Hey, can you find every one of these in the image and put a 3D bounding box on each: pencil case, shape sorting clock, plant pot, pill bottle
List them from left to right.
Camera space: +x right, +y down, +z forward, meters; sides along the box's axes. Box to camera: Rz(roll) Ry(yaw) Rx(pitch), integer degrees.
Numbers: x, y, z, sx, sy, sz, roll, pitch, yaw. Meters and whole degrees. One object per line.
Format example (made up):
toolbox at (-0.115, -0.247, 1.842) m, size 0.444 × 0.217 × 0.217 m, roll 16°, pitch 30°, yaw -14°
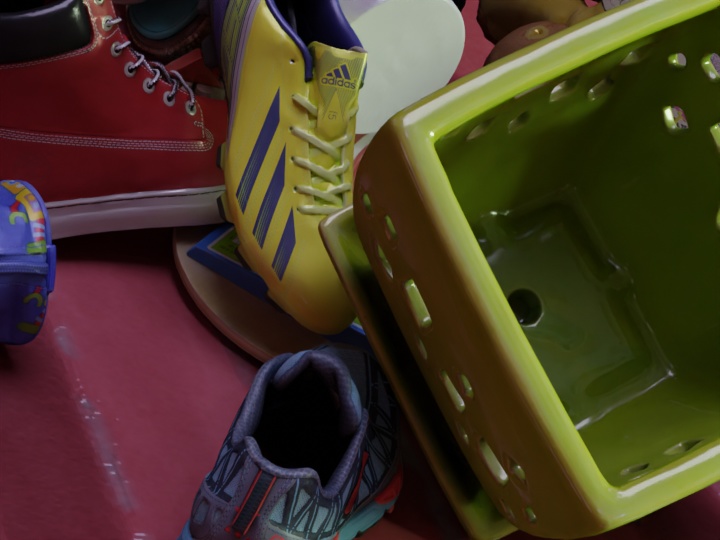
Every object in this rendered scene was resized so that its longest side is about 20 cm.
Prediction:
pencil case at (-0.226, 0.004, 1.150) m, size 0.199 × 0.078 × 0.087 m, roll -7°, pitch 14°, yaw -41°
pill bottle at (-0.032, -0.168, 1.402) m, size 0.109 × 0.110 × 0.200 m, roll -3°, pitch 41°, yaw -37°
shape sorting clock at (0.000, 0.000, 1.351) m, size 0.199 × 0.039 × 0.200 m, roll 9°, pitch 36°, yaw -6°
plant pot at (0.104, 0.006, 1.183) m, size 0.198 × 0.181 × 0.201 m, roll -25°, pitch 86°, yaw -24°

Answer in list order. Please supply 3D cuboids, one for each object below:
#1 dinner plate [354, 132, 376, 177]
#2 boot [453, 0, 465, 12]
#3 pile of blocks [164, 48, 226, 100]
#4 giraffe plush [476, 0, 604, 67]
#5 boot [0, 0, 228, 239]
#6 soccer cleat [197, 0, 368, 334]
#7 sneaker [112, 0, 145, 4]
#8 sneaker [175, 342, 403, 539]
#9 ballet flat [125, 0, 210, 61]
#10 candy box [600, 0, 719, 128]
dinner plate at (0.075, -0.024, 1.354) m, size 0.199 × 0.024 × 0.201 m, roll 9°, pitch 37°, yaw -7°
boot at (0.020, -0.188, 1.538) m, size 0.073 × 0.199 × 0.162 m, roll 27°, pitch 22°, yaw 17°
pile of blocks at (-0.114, -0.098, 1.424) m, size 0.082 × 0.062 × 0.200 m, roll 38°, pitch 32°, yaw 28°
giraffe plush at (0.135, -0.106, 1.515) m, size 0.199 × 0.173 × 0.162 m, roll 14°, pitch 36°, yaw 25°
boot at (-0.105, -0.098, 1.305) m, size 0.199 × 0.145 × 0.072 m, roll -10°, pitch 29°, yaw -28°
soccer cleat at (-0.027, -0.070, 1.272) m, size 0.065 × 0.083 × 0.201 m, roll 7°, pitch 66°, yaw -49°
sneaker at (-0.205, -0.176, 1.480) m, size 0.199 × 0.071 × 0.093 m, roll 22°, pitch 52°, yaw 29°
sneaker at (-0.016, 0.074, 1.152) m, size 0.079 × 0.096 × 0.200 m, roll 23°, pitch 28°, yaw 3°
ballet flat at (-0.104, -0.161, 1.535) m, size 0.070 × 0.065 × 0.200 m, roll -27°, pitch 32°, yaw 5°
candy box at (0.233, -0.127, 1.435) m, size 0.199 × 0.071 × 0.168 m, roll -14°, pitch 79°, yaw -44°
